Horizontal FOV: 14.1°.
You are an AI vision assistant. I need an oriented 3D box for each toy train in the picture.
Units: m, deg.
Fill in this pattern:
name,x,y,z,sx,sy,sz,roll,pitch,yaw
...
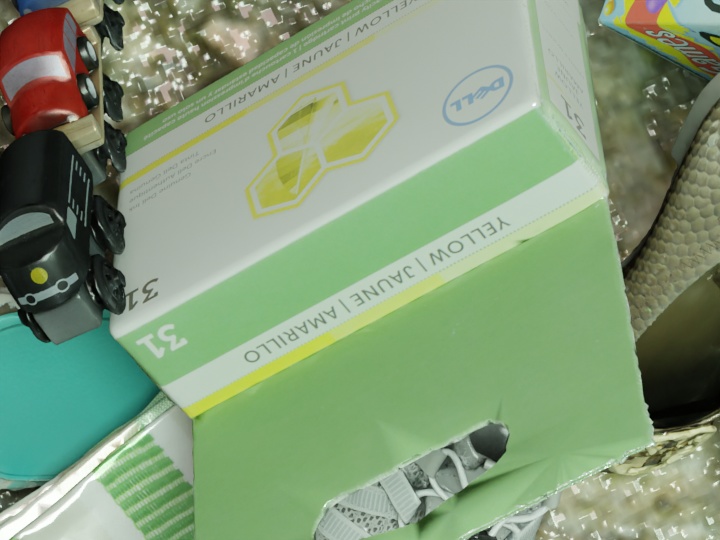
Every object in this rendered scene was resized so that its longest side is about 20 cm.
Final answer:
name,x,y,z,sx,sy,sz,roll,pitch,yaw
toy train,-0.092,-0.053,0.870,0.034,0.200,0.046,-23,125,12

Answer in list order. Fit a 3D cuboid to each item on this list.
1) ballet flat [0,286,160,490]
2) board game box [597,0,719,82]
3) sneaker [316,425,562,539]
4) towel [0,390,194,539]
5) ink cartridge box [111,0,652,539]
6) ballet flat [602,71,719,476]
name,x,y,z,sx,sy,sz,roll,pitch,yaw
ballet flat,-0.137,0.033,0.894,0.200,0.072,0.072,-10,83,-27
board game box,0.179,-0.097,0.842,0.103,0.200,0.105,24,82,-30
sneaker,0.020,0.068,0.866,0.075,0.082,0.200,9,89,-22
towel,-0.050,0.116,0.904,0.200,0.023,0.153,-39,105,-12
ink cartridge box,0.000,0.000,0.815,0.145,0.200,0.048,-29,122,18
ballet flat,0.106,0.009,0.869,0.067,0.200,0.046,-16,59,-26
